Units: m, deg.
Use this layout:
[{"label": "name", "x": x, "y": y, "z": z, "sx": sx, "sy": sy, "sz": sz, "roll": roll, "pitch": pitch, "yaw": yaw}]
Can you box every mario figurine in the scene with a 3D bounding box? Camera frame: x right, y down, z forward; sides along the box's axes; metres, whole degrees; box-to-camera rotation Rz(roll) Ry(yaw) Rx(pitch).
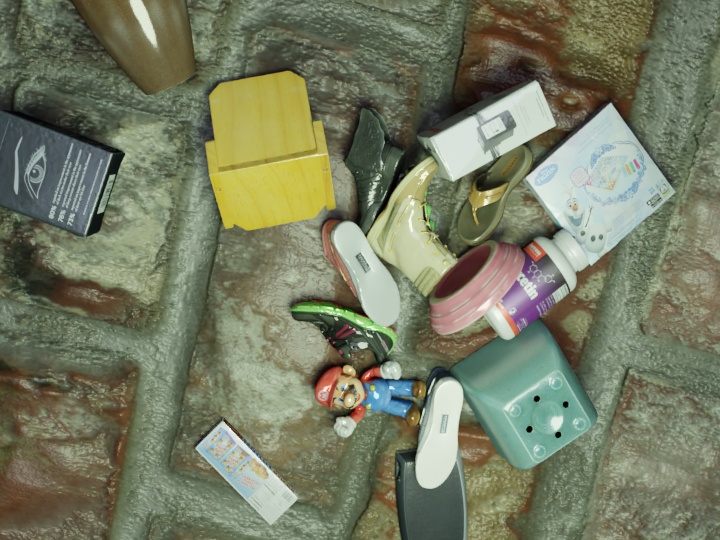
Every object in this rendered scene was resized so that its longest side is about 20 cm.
[{"label": "mario figurine", "x": 0.016, "y": 0.226, "z": 1.539, "sx": 0.195, "sy": 0.106, "sz": 0.126, "roll": 9, "pitch": 66, "yaw": -13}]

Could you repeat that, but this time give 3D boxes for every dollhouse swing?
[{"label": "dollhouse swing", "x": -0.159, "y": -0.205, "z": 1.505, "sx": 0.195, "sy": 0.178, "sz": 0.184, "roll": -11, "pitch": 140, "yaw": -3}]

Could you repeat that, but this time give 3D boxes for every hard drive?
[{"label": "hard drive", "x": 0.133, "y": 0.427, "z": 1.610, "sx": 0.131, "sy": 0.042, "sz": 0.205, "roll": -6, "pitch": 98, "yaw": -4}]

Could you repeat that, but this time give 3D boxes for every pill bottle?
[{"label": "pill bottle", "x": 0.297, "y": 0.020, "z": 1.532, "sx": 0.199, "sy": 0.112, "sz": 0.113, "roll": -39, "pitch": 99, "yaw": 1}]

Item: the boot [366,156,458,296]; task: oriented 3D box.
[{"label": "boot", "x": 0.111, "y": -0.072, "z": 1.473, "sx": 0.155, "sy": 0.072, "sz": 0.202, "roll": 41, "pitch": 117, "yaw": 14}]

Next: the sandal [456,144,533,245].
[{"label": "sandal", "x": 0.225, "y": -0.140, "z": 1.518, "sx": 0.202, "sy": 0.080, "sz": 0.054, "roll": -56, "pitch": 138, "yaw": 0}]

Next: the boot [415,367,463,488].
[{"label": "boot", "x": 0.138, "y": 0.279, "z": 1.568, "sx": 0.071, "sy": 0.090, "sz": 0.205, "roll": 13, "pitch": 99, "yaw": -8}]

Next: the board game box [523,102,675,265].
[{"label": "board game box", "x": 0.420, "y": -0.152, "z": 1.554, "sx": 0.199, "sy": 0.043, "sz": 0.200, "roll": -40, "pitch": 99, "yaw": 2}]

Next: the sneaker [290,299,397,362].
[{"label": "sneaker", "x": -0.033, "y": 0.108, "z": 1.537, "sx": 0.196, "sy": 0.077, "sz": 0.085, "roll": 20, "pitch": 92, "yaw": -6}]

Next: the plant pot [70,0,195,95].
[{"label": "plant pot", "x": -0.345, "y": -0.395, "z": 1.406, "sx": 0.184, "sy": 0.187, "sz": 0.203, "roll": -24, "pitch": 113, "yaw": -1}]

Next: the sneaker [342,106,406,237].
[{"label": "sneaker", "x": 0.011, "y": -0.168, "z": 1.511, "sx": 0.103, "sy": 0.060, "sz": 0.203, "roll": 29, "pitch": 112, "yaw": 13}]

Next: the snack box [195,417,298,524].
[{"label": "snack box", "x": -0.204, "y": 0.363, "z": 1.583, "sx": 0.072, "sy": 0.024, "sz": 0.200, "roll": -42, "pitch": 99, "yaw": 3}]

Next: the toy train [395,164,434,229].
[{"label": "toy train", "x": 0.101, "y": -0.082, "z": 1.541, "sx": 0.055, "sy": 0.042, "sz": 0.205, "roll": -13, "pitch": 98, "yaw": 8}]

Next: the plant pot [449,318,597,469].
[{"label": "plant pot", "x": 0.297, "y": 0.224, "z": 1.517, "sx": 0.194, "sy": 0.200, "sz": 0.198, "roll": -33, "pitch": 100, "yaw": 0}]

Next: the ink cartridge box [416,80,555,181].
[{"label": "ink cartridge box", "x": 0.206, "y": -0.234, "z": 1.474, "sx": 0.197, "sy": 0.145, "sz": 0.085, "roll": -28, "pitch": 102, "yaw": 0}]

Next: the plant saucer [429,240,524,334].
[{"label": "plant saucer", "x": 0.186, "y": 0.019, "z": 1.478, "sx": 0.200, "sy": 0.201, "sz": 0.051, "roll": -43, "pitch": 103, "yaw": 2}]

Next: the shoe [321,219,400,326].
[{"label": "shoe", "x": 0.000, "y": 0.000, "z": 1.519, "sx": 0.071, "sy": 0.091, "sz": 0.203, "roll": -32, "pitch": 107, "yaw": -12}]

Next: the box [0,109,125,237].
[{"label": "box", "x": -0.511, "y": -0.161, "z": 1.447, "sx": 0.196, "sy": 0.104, "sz": 0.151, "roll": 21, "pitch": 96, "yaw": -7}]
